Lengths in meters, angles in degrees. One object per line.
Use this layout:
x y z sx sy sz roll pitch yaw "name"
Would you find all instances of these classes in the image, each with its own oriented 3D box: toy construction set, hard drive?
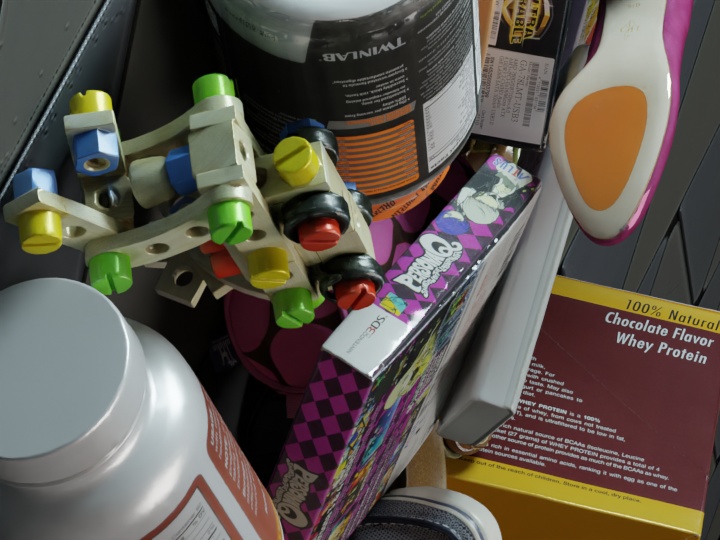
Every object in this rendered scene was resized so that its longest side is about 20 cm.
-0.065 -0.020 1.234 0.200 0.130 0.093 42 35 -75 "toy construction set"
0.090 -0.011 1.550 0.132 0.026 0.201 123 -16 -76 "hard drive"

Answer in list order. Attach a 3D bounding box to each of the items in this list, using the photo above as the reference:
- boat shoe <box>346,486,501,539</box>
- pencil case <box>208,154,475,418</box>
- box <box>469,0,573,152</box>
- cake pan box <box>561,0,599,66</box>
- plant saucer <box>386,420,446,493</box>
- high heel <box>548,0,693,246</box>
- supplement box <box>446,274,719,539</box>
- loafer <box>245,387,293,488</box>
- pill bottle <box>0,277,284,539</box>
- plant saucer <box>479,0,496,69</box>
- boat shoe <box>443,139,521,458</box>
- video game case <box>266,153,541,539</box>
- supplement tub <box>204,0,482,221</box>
-0.025 0.170 1.543 0.093 0.199 0.075 -27 101 -58 "boat shoe"
0.000 0.000 1.540 0.200 0.090 0.094 -39 115 -55 "pencil case"
0.099 -0.193 1.515 0.200 0.049 0.200 -75 176 -64 "box"
0.153 -0.196 1.824 0.184 0.052 0.201 -46 154 -56 "cake pan box"
0.014 0.138 1.677 0.200 0.035 0.202 -177 -90 -75 "plant saucer"
0.142 -0.090 1.468 0.096 0.067 0.201 49 36 -55 "high heel"
0.124 0.119 1.842 0.201 0.196 0.133 -74 175 -46 "supplement box"
-0.028 0.095 1.642 0.073 0.072 0.201 -71 180 -48 "loafer"
-0.109 0.089 1.231 0.113 0.112 0.200 -59 152 -21 "pill bottle"
0.051 -0.181 1.416 0.200 0.037 0.202 -171 -90 -89 "plant saucer"
0.072 0.016 1.705 0.072 0.068 0.202 -24 114 -65 "boat shoe"
0.012 0.061 1.458 0.181 0.036 0.201 -48 166 -43 "video game case"
-0.007 -0.109 1.279 0.123 0.122 0.200 -59 164 -22 "supplement tub"
